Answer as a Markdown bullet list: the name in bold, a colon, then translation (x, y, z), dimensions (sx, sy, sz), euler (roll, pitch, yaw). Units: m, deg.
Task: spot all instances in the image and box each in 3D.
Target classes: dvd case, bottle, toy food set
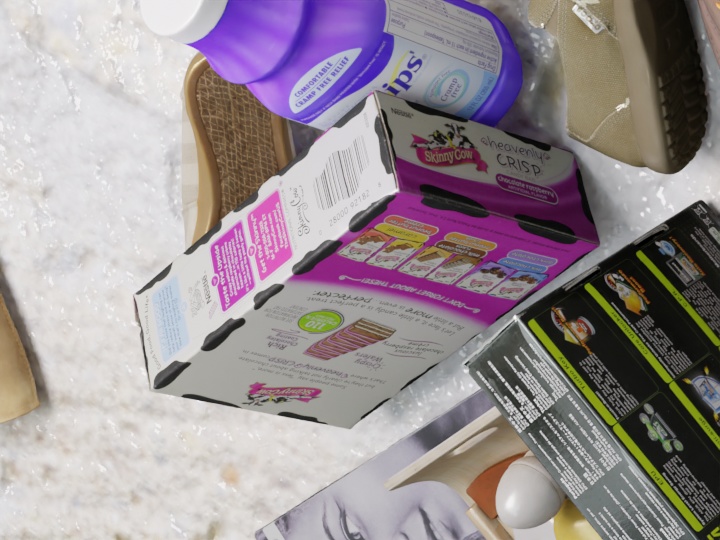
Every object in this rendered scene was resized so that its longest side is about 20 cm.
- **dvd case**: translation (0.047, 0.163, 1.390), dimensions (0.200, 0.016, 0.149), euler (-35, 86, 38)
- **bottle**: translation (-0.014, -0.108, 1.216), dimensions (0.084, 0.200, 0.065), euler (-42, 53, 29)
- **toy food set**: translation (0.107, 0.158, 1.270), dimensions (0.200, 0.060, 0.144), euler (52, 147, 2)

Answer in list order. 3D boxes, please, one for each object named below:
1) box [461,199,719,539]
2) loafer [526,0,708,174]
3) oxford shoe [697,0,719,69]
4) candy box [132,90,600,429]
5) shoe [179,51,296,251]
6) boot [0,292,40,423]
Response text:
- **box**: translation (0.164, 0.079, 1.167), dimensions (0.200, 0.193, 0.048), euler (51, 128, 7)
- **loafer**: translation (0.110, -0.139, 1.197), dimensions (0.067, 0.076, 0.200), euler (-3, 106, 28)
- **oxford shoe**: translation (0.172, -0.127, 1.161), dimensions (0.071, 0.073, 0.200), euler (-11, 101, 36)
- **candy box**: translation (0.000, 0.000, 1.282), dimensions (0.200, 0.136, 0.061), euler (-38, 52, 36)
- **shoe**: translation (-0.060, -0.036, 1.372), dimensions (0.070, 0.053, 0.200), euler (-4, 117, -4)
- **boot**: translation (-0.296, 0.006, 1.518), dimensions (0.175, 0.066, 0.200), euler (-11, 102, 22)
